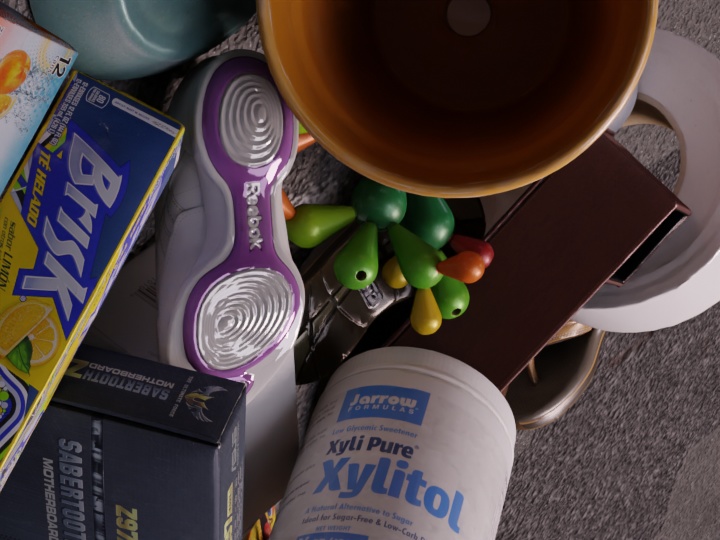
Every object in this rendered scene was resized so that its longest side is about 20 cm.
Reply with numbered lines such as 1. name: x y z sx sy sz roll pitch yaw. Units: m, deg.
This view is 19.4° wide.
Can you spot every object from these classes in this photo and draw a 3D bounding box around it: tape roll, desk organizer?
1. tape roll: 0.178 -0.063 1.427 0.203 0.202 0.071 -58 152 1
2. desk organizer: 0.115 0.005 1.352 0.200 0.077 0.072 -47 166 9

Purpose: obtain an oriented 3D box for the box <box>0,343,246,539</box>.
1. box: -0.143 0.128 1.141 0.051 0.157 0.200 -67 167 -47

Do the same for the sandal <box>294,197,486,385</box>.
1. sandal: 0.000 0.000 1.349 0.200 0.055 0.082 -43 119 -25

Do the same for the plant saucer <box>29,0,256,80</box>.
1. plant saucer: -0.083 -0.181 1.064 0.200 0.036 0.200 -38 147 -32

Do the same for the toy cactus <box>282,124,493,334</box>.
1. toy cactus: 0.021 -0.063 1.275 0.200 0.102 0.165 41 51 -27

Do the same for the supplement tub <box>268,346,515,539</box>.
1. supplement tub: 0.014 0.158 1.258 0.200 0.132 0.132 -72 168 -45

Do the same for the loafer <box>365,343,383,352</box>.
1. loafer: 0.005 0.127 1.482 0.070 0.068 0.201 -37 151 -48

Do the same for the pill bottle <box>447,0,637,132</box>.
1. pill bottle: 0.111 -0.149 1.326 0.112 0.111 0.200 -57 152 -3

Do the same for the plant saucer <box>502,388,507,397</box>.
1. plant saucer: 0.082 0.068 1.501 0.200 0.037 0.201 16 90 -77

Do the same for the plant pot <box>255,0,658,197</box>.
1. plant pot: 0.056 -0.141 1.127 0.200 0.200 0.183 -61 176 6

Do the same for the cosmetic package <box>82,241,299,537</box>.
1. cosmetic package: -0.101 0.078 1.247 0.113 0.081 0.200 -38 147 -32

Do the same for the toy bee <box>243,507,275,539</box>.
1. toy bee: -0.087 0.171 1.358 0.131 0.200 0.109 -11 104 -11

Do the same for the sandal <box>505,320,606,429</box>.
1. sandal: 0.160 0.033 1.611 0.200 0.082 0.055 -49 133 -13

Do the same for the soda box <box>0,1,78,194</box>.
1. soda box: -0.214 -0.036 0.967 0.200 0.064 0.068 -60 152 5

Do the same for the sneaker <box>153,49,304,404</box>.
1. sneaker: -0.076 -0.019 1.136 0.075 0.100 0.201 5 94 -24

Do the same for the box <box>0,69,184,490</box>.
1. box: -0.160 0.007 1.039 0.200 0.064 0.070 -64 -178 -13
